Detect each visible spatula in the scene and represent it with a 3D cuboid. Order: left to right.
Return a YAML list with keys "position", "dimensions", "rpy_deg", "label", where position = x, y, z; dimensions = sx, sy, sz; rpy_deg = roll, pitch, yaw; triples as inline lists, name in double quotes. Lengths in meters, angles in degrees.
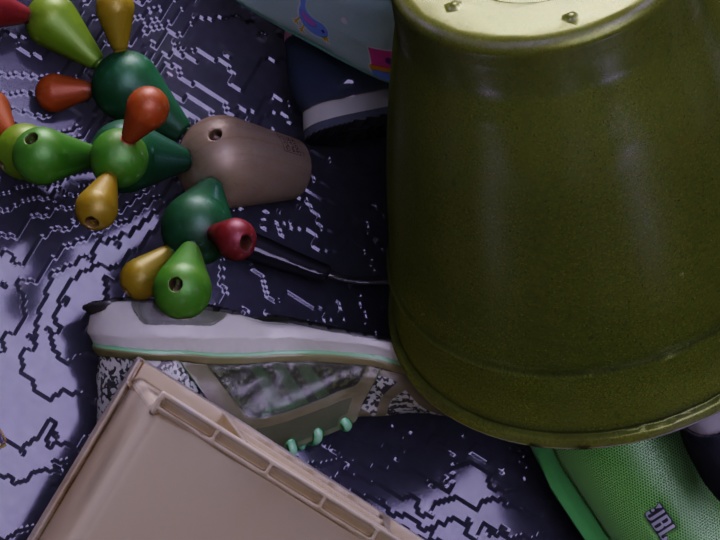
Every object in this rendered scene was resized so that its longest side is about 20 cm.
- position: [0.000, 0.000, 1.039]
  dimensions: [0.198, 0.057, 0.021]
  rpy_deg: [13, 100, -5]
  label: "spatula"

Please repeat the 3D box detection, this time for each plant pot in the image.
- position: [0.091, -0.061, 0.915]
  dimensions: [0.200, 0.200, 0.194]
  rpy_deg: [-34, 135, -20]
  label: "plant pot"

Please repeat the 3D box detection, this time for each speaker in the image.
- position: [0.153, 0.115, 1.044]
  dimensions: [0.088, 0.088, 0.201]
  rpy_deg: [-35, 91, -20]
  label: "speaker"

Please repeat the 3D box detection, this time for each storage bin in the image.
- position: [-0.065, 0.180, 0.931]
  dimensions: [0.198, 0.094, 0.201]
  rpy_deg: [33, 87, -11]
  label: "storage bin"

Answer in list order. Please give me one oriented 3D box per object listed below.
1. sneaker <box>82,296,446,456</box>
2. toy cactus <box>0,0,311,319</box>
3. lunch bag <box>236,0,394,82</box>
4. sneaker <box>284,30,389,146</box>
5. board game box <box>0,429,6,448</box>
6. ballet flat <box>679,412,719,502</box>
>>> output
- position: [-0.041, 0.067, 1.009]
  dimensions: [0.198, 0.077, 0.090]
  rpy_deg: [9, 90, -10]
  label: "sneaker"
- position: [-0.092, -0.063, 0.991]
  dimensions: [0.164, 0.103, 0.200]
  rpy_deg: [3, 36, -43]
  label: "toy cactus"
- position: [0.027, -0.188, 1.032]
  dimensions: [0.160, 0.077, 0.200]
  rpy_deg: [32, 56, 20]
  label: "lunch bag"
- position: [0.055, -0.124, 1.068]
  dimensions: [0.198, 0.070, 0.083]
  rpy_deg: [-14, 82, -21]
  label: "sneaker"
- position: [-0.282, 0.040, 0.939]
  dimensions: [0.165, 0.057, 0.201]
  rpy_deg: [-32, 89, -22]
  label: "board game box"
- position: [0.163, 0.030, 0.991]
  dimensions: [0.072, 0.073, 0.201]
  rpy_deg: [10, 44, -15]
  label: "ballet flat"
